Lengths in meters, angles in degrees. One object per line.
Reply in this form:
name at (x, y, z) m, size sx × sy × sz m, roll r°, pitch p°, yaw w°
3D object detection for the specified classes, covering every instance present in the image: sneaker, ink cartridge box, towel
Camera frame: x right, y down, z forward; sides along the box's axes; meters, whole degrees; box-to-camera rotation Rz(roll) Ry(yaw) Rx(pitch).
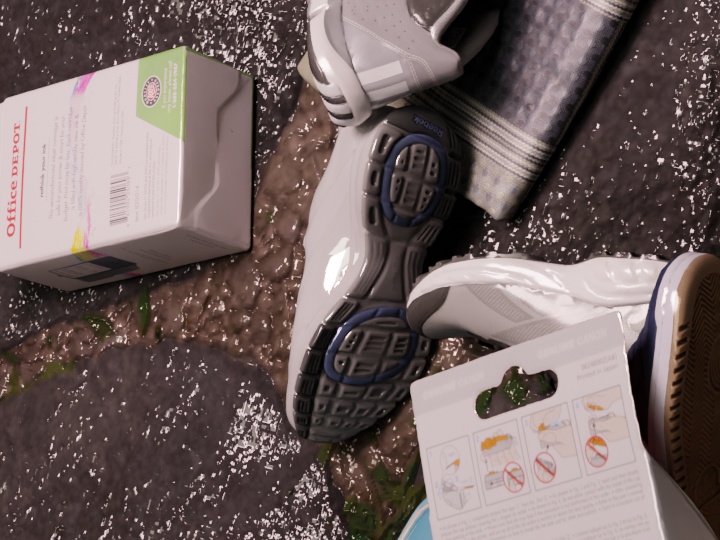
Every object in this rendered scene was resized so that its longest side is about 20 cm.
sneaker at (0.000, 0.000, 1.596) m, size 0.087 × 0.074 × 0.200 m, roll 29°, pitch 103°, yaw 61°
ink cartridge box at (-0.161, -0.057, 1.753) m, size 0.200 × 0.067 × 0.117 m, roll -11°, pitch 70°, yaw 38°
sneaker at (0.103, 0.032, 1.489) m, size 0.200 × 0.074 × 0.079 m, roll 1°, pitch 83°, yaw 42°
ink cartridge box at (0.105, 0.134, 1.379) m, size 0.160 × 0.047 × 0.200 m, roll -22°, pitch 74°, yaw 47°
sneaker at (0.129, 0.077, 1.399) m, size 0.108 × 0.070 × 0.200 m, roll 18°, pitch 120°, yaw 36°
towel at (0.069, -0.151, 1.608) m, size 0.200 × 0.035 × 0.193 m, roll 39°, pitch 106°, yaw 39°
sneaker at (0.027, -0.169, 1.593) m, size 0.115 × 0.075 × 0.200 m, roll -15°, pitch 51°, yaw 10°

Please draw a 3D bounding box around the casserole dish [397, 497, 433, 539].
casserole dish at (0.073, 0.189, 1.490) m, size 0.200 × 0.039 × 0.121 m, roll 36°, pitch 101°, yaw 43°
